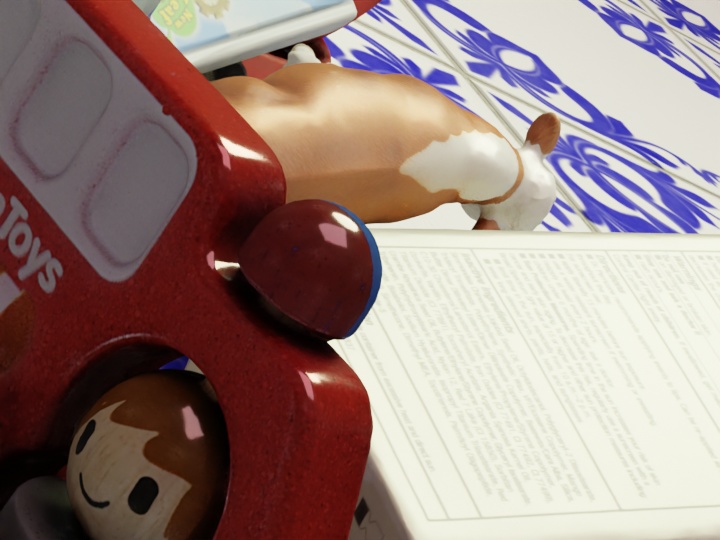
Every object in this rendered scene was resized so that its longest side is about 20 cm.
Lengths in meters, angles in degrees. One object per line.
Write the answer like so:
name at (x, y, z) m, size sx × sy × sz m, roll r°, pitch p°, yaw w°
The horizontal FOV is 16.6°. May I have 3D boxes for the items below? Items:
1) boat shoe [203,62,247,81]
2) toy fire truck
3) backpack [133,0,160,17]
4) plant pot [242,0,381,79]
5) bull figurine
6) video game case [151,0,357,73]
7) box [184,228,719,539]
boat shoe at (-0.084, -0.081, 1.075) m, size 0.065 × 0.073 × 0.201 m, roll 31°, pitch 26°, yaw -26°
toy fire truck at (-0.072, 0.031, 0.599) m, size 0.112 × 0.168 × 0.200 m, roll 13°, pitch 26°, yaw -48°
backpack at (-0.137, -0.136, 0.804) m, size 0.176 × 0.153 × 0.200 m, roll 51°, pitch -27°, yaw -15°
plant pot at (-0.052, -0.203, 1.261) m, size 0.200 × 0.183 × 0.201 m, roll 30°, pitch 17°, yaw -10°
bull figurine at (-0.014, -0.048, 0.943) m, size 0.121 × 0.066 × 0.199 m, roll 21°, pitch 13°, yaw 40°
video game case at (-0.101, -0.163, 0.993) m, size 0.200 × 0.022 × 0.183 m, roll -24°, pitch 90°, yaw -49°
box at (0.056, 0.067, 0.724) m, size 0.199 × 0.109 × 0.128 m, roll 1°, pitch 42°, yaw -31°
